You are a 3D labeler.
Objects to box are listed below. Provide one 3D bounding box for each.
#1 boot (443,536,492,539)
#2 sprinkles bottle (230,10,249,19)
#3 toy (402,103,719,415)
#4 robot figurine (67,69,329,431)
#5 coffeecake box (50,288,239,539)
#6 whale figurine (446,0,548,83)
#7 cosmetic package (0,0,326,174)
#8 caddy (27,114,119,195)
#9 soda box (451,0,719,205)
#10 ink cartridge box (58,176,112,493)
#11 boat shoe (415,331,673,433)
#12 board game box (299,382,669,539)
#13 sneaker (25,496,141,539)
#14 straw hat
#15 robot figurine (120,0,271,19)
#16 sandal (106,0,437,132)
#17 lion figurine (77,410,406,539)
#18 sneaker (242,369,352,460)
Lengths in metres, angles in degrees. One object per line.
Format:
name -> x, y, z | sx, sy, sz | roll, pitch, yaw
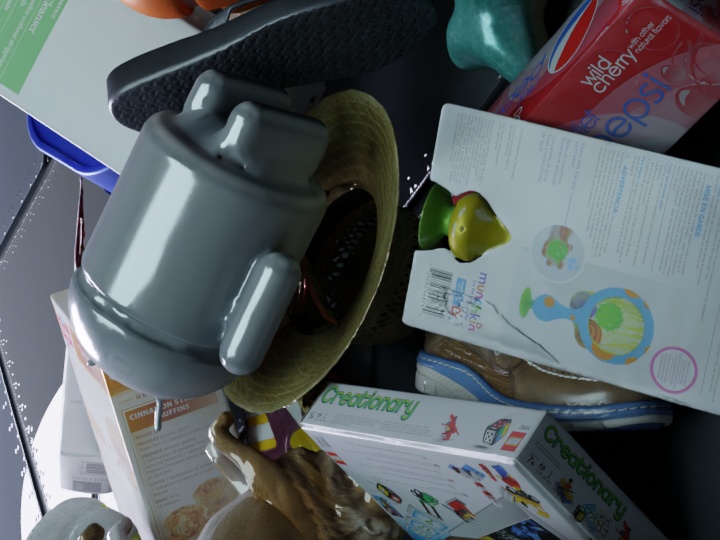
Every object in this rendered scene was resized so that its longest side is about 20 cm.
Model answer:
boot -> 0.127, 0.195, 1.045 | 0.155, 0.200, 0.077 | 11, 58, 21
sprinkles bottle -> -0.029, -0.215, 1.298 | 0.068, 0.068, 0.200 | 60, 136, 38
toy -> 0.127, -0.006, 1.029 | 0.200, 0.047, 0.115 | 15, 104, 16
robot figurine -> -0.093, -0.011, 1.190 | 0.170, 0.113, 0.200 | 46, 114, 46
coffeecake box -> -0.125, 0.112, 1.353 | 0.154, 0.073, 0.200 | -145, 37, -68
whale figurine -> 0.065, -0.200, 1.121 | 0.159, 0.104, 0.200 | 27, 116, 54
cosmetic package -> -0.137, -0.122, 1.298 | 0.200, 0.085, 0.108 | 32, 103, 14
caddy -> -0.136, -0.111, 1.439 | 0.200, 0.105, 0.141 | 30, 91, 53
soda box -> 0.118, -0.083, 1.051 | 0.200, 0.070, 0.063 | -49, 16, 47
ink cartridge box -> -0.189, 0.051, 1.525 | 0.161, 0.050, 0.200 | 117, 158, -74
boat shoe -> 0.090, 0.041, 1.109 | 0.200, 0.072, 0.072 | 10, 97, 57
board game box -> 0.066, 0.117, 1.107 | 0.035, 0.126, 0.200 | -53, 27, -20
sneaker -> -0.134, 0.217, 1.265 | 0.200, 0.076, 0.105 | 41, 166, 53
straw hat -> 0.000, 0.000, 1.230 | 0.201, 0.085, 0.201 | -38, 43, 46
robot figurine -> -0.073, -0.211, 1.189 | 0.144, 0.200, 0.117 | -25, -81, -81
sandal -> -0.056, -0.133, 1.193 | 0.200, 0.076, 0.043 | -15, 61, 17
lion figurine -> -0.068, 0.156, 1.191 | 0.122, 0.200, 0.072 | 43, 152, 11
sneaker -> -0.052, 0.089, 1.329 | 0.200, 0.075, 0.090 | 53, 127, 44
